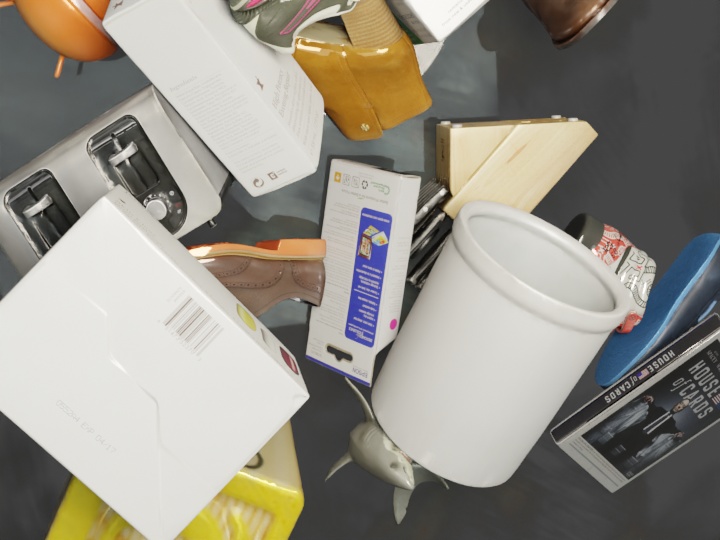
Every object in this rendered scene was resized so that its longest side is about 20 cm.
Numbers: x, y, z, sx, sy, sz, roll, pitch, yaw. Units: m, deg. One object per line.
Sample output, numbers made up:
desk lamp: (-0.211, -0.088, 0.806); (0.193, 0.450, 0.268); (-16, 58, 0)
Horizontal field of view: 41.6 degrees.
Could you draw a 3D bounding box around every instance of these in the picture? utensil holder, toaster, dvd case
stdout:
utensil holder: (0.120, 0.068, 0.856); (0.168, 0.171, 0.202); (21, 115, -12)
toaster: (-0.204, -0.076, 0.825); (0.179, 0.200, 0.120); (-29, 107, 8)
dvd case: (0.306, 0.142, 0.970); (0.199, 0.025, 0.150); (-38, 134, 13)

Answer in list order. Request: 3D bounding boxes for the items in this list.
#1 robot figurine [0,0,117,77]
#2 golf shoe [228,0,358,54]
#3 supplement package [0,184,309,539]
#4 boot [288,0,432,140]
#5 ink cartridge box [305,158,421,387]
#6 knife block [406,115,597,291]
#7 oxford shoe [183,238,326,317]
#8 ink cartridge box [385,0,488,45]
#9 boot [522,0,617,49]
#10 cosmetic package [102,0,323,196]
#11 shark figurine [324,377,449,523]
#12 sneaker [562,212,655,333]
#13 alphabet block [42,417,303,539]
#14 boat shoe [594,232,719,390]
robot figurine: (-0.218, -0.265, 0.816); (0.200, 0.117, 0.144); (-42, 148, 2)
golf shoe: (-0.018, -0.256, 0.733); (0.199, 0.078, 0.088); (-36, 137, 9)
supplement package: (-0.162, 0.065, 0.695); (0.156, 0.111, 0.200); (-45, 104, -1)
boot: (-0.043, -0.178, 0.881); (0.198, 0.071, 0.145); (-7, 134, 22)
ink cartridge box: (0.000, 0.000, 0.913); (0.037, 0.094, 0.203); (-1, 104, -47)
knife block: (0.128, -0.058, 0.934); (0.197, 0.064, 0.178); (-4, 103, -7)
oxford shoe: (-0.118, 0.011, 0.872); (0.197, 0.071, 0.074); (-5, 92, -26)
ink cartridge box: (0.024, -0.301, 0.824); (0.087, 0.145, 0.201); (-40, 105, 2)
boot: (0.124, -0.290, 0.824); (0.064, 0.187, 0.200); (-44, 107, 9)
cosmetic package: (-0.112, -0.168, 0.778); (0.073, 0.103, 0.200); (-20, 134, 22)
shark figurine: (0.008, 0.188, 0.938); (0.089, 0.215, 0.128); (-41, 70, -4)
sneaker: (0.221, 0.054, 0.968); (0.107, 0.067, 0.203); (29, 94, -10)
alphabet block: (-0.177, 0.215, 0.880); (0.193, 0.200, 0.199); (22, 99, -11)
boat shoe: (0.327, 0.057, 0.977); (0.068, 0.084, 0.200); (39, 97, -17)
